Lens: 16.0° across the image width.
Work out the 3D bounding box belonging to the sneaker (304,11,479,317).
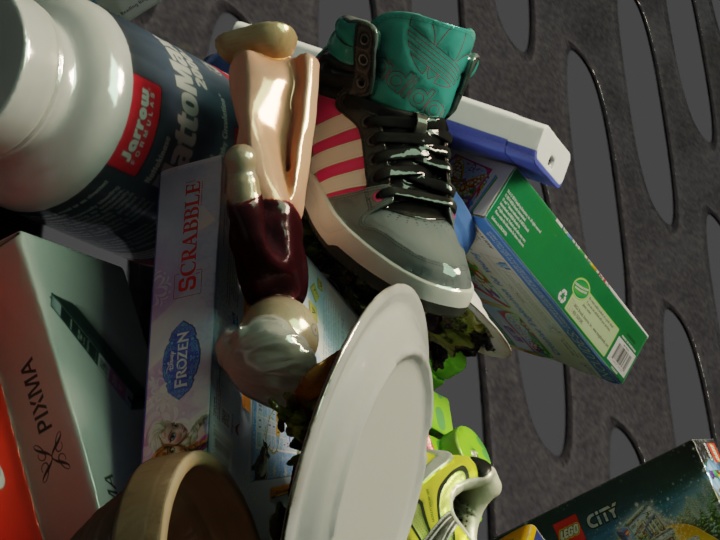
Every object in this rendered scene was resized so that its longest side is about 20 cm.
[{"bbox_3d":[0.026,-0.072,1.353,0.083,0.121,0.200,11,27,-34],"label":"sneaker"}]

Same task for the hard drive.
[{"bbox_3d":[0.025,-0.100,1.572,0.199,0.026,0.132,20,-2,12],"label":"hard drive"}]

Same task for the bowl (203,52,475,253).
[{"bbox_3d":[-0.024,-0.056,1.562,0.201,0.200,0.039,44,72,-35],"label":"bowl"}]

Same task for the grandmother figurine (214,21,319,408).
[{"bbox_3d":[-0.046,-0.025,1.298,0.121,0.060,0.201,48,34,-59],"label":"grandmother figurine"}]

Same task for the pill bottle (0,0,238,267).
[{"bbox_3d":[-0.151,-0.081,1.377,0.200,0.119,0.120,24,43,-55],"label":"pill bottle"}]

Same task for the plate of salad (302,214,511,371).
[{"bbox_3d":[0.000,0.000,1.489,0.200,0.048,0.200,34,-9,6],"label":"plate of salad"}]

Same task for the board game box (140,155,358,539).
[{"bbox_3d":[-0.051,0.076,1.366,0.200,0.041,0.201,51,33,-50],"label":"board game box"}]

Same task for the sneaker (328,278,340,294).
[{"bbox_3d":[-0.027,0.050,1.554,0.200,0.066,0.091,51,27,-19],"label":"sneaker"}]

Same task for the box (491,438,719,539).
[{"bbox_3d":[0.155,0.207,1.580,0.038,0.199,0.137,7,57,-61],"label":"box"}]

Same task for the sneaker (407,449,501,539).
[{"bbox_3d":[0.033,0.178,1.359,0.075,0.076,0.201,55,31,-50],"label":"sneaker"}]

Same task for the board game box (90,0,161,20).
[{"bbox_3d":[-0.146,-0.254,1.605,0.103,0.105,0.200,49,26,-27],"label":"board game box"}]

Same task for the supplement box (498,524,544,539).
[{"bbox_3d":[0.069,0.254,1.463,0.110,0.109,0.200,55,24,-13],"label":"supplement box"}]

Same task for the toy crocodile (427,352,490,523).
[{"bbox_3d":[0.033,0.090,1.630,0.062,0.067,0.201,33,36,-49],"label":"toy crocodile"}]

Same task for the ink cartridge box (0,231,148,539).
[{"bbox_3d":[-0.158,0.074,1.282,0.173,0.043,0.201,23,44,-58],"label":"ink cartridge box"}]

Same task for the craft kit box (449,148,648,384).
[{"bbox_3d":[0.063,-0.016,1.661,0.049,0.197,0.200,-59,136,-17],"label":"craft kit box"}]

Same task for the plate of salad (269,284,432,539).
[{"bbox_3d":[-0.011,0.103,1.249,0.200,0.048,0.201,13,90,-74],"label":"plate of salad"}]

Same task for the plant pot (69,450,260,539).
[{"bbox_3d":[-0.101,0.187,1.171,0.201,0.092,0.202,-9,90,-79],"label":"plant pot"}]
